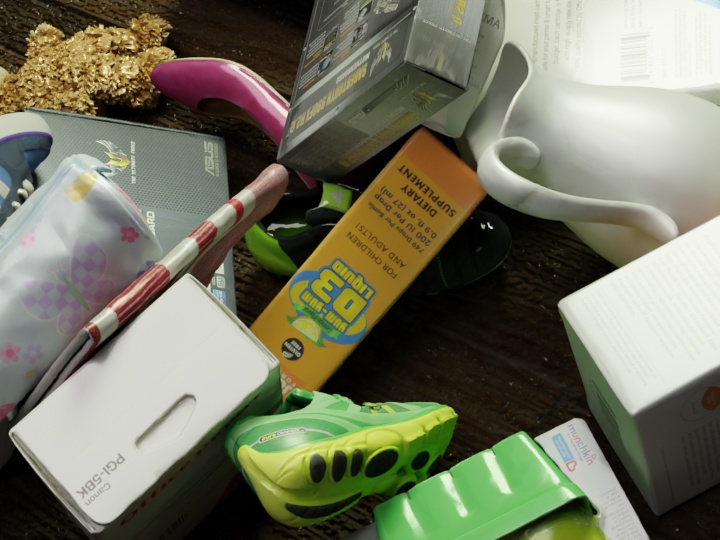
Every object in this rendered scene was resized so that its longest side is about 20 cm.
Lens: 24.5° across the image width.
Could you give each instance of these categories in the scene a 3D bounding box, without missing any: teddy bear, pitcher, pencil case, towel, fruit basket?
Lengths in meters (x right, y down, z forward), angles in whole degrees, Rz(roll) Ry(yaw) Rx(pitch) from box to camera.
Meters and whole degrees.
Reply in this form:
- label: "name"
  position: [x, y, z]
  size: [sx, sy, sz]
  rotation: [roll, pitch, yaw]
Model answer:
- label: "teddy bear"
  position: [-0.244, -0.159, 1.364]
  size: [0.198, 0.067, 0.146]
  rotation: [-6, 51, 14]
- label: "pitcher"
  position: [0.167, -0.055, 1.064]
  size: [0.198, 0.122, 0.172]
  rotation: [23, 31, -4]
- label: "pencil case"
  position: [-0.213, 0.022, 1.001]
  size: [0.200, 0.091, 0.083]
  rotation: [-43, 27, -9]
- label: "towel"
  position: [-0.131, 0.021, 1.047]
  size: [0.023, 0.144, 0.200]
  rotation: [44, 46, 1]
- label: "fruit basket"
  position: [0.096, 0.210, 0.977]
  size: [0.184, 0.094, 0.201]
  rotation: [-27, 66, -2]

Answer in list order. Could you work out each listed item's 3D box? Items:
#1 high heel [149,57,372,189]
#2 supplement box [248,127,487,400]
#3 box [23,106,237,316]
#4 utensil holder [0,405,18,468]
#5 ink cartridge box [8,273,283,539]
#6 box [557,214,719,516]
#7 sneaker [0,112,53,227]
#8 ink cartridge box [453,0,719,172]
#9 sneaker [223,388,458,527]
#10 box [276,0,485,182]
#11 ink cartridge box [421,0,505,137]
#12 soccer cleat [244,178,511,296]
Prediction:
- label: "high heel"
  position: [-0.082, -0.102, 1.266]
  size: [0.198, 0.067, 0.097]
  rotation: [14, 83, 16]
- label: "supplement box"
  position: [0.000, 0.000, 1.112]
  size: [0.066, 0.069, 0.200]
  rotation: [40, 97, -1]
- label: "box"
  position: [-0.172, -0.021, 1.199]
  size: [0.156, 0.051, 0.202]
  rotation: [8, 49, -17]
- label: "utensil holder"
  position: [-0.323, 0.037, 1.183]
  size: [0.168, 0.170, 0.202]
  rotation: [-16, 53, 7]
- label: "ink cartridge box"
  position: [-0.125, 0.103, 1.034]
  size: [0.147, 0.200, 0.083]
  rotation: [-42, 77, -14]
- label: "box"
  position: [0.237, 0.040, 1.013]
  size: [0.199, 0.125, 0.098]
  rotation: [-27, 50, -3]
- label: "sneaker"
  position: [-0.253, -0.011, 1.104]
  size: [0.200, 0.080, 0.147]
  rotation: [-31, 87, -48]
- label: "ink cartridge box"
  position: [0.170, -0.150, 1.203]
  size: [0.198, 0.085, 0.147]
  rotation: [-4, 54, 17]
- label: "sneaker"
  position: [-0.007, 0.101, 1.014]
  size: [0.083, 0.199, 0.075]
  rotation: [38, 108, 27]
- label: "box"
  position: [0.019, -0.164, 1.117]
  size: [0.048, 0.200, 0.160]
  rotation: [20, 66, -21]
- label: "ink cartridge box"
  position: [0.068, -0.206, 1.170]
  size: [0.202, 0.050, 0.161]
  rotation: [-64, 22, 8]
- label: "soccer cleat"
  position: [0.006, -0.027, 1.170]
  size: [0.198, 0.081, 0.068]
  rotation: [1, 55, 20]
